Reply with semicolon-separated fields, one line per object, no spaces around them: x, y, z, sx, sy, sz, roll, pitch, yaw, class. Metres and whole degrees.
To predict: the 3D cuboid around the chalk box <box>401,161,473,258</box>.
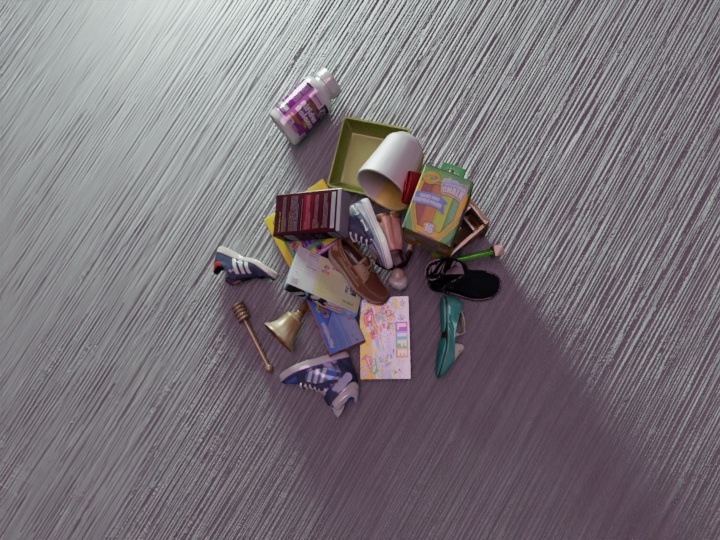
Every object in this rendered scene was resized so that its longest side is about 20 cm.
0.186;-0.155;1.224;0.121;0.124;0.207;19;83;11;chalk box

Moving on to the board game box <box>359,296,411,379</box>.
0.063;0.173;1.354;0.129;0.034;0.209;-3;79;7;board game box

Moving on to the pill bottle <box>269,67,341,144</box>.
-0.148;-0.458;1.461;0.200;0.112;0.112;-45;77;-1;pill bottle

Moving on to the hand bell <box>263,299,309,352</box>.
-0.151;0.101;1.386;0.103;0.105;0.201;37;73;12;hand bell

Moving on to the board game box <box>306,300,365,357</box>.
-0.072;0.109;1.350;0.100;0.020;0.205;-17;68;-20;board game box

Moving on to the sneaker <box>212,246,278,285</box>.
-0.313;0.008;1.421;0.194;0.075;0.087;19;81;21;sneaker

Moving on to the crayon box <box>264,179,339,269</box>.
-0.136;-0.112;1.423;0.196;0.058;0.176;-32;76;1;crayon box

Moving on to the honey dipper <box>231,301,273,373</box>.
-0.282;0.178;1.403;0.037;0.038;0.204;-31;80;1;honey dipper

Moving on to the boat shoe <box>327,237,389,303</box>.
0.000;0.000;1.333;0.199;0.072;0.076;43;47;3;boat shoe

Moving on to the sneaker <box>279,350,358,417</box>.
-0.099;0.301;1.329;0.193;0.081;0.152;-17;74;-1;sneaker

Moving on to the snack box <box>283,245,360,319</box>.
-0.088;0.031;1.340;0.194;0.037;0.119;24;53;-13;snack box

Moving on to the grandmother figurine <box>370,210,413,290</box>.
0.083;-0.048;1.382;0.117;0.060;0.208;-14;75;14;grandmother figurine

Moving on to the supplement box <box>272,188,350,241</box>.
-0.124;-0.138;1.341;0.192;0.061;0.114;-1;78;24;supplement box

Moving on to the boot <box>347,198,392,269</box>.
0.012;-0.082;1.341;0.087;0.073;0.205;-20;64;-5;boot

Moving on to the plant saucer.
0.025;-0.299;1.440;0.192;0.048;0.208;13;82;10;plant saucer

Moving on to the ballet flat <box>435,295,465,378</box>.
0.229;0.167;1.319;0.067;0.067;0.209;7;82;-5;ballet flat

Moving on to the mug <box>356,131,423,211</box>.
0.091;-0.251;1.341;0.145;0.188;0.156;22;69;23;mug

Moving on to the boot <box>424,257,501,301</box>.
0.253;0.023;1.287;0.192;0.168;0.080;6;82;9;boot

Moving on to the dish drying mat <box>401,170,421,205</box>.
0.147;-0.197;1.309;0.018;0.198;0.080;12;97;24;dish drying mat

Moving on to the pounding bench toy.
0.246;-0.074;1.328;0.154;0.124;0.202;-38;77;-1;pounding bench toy
